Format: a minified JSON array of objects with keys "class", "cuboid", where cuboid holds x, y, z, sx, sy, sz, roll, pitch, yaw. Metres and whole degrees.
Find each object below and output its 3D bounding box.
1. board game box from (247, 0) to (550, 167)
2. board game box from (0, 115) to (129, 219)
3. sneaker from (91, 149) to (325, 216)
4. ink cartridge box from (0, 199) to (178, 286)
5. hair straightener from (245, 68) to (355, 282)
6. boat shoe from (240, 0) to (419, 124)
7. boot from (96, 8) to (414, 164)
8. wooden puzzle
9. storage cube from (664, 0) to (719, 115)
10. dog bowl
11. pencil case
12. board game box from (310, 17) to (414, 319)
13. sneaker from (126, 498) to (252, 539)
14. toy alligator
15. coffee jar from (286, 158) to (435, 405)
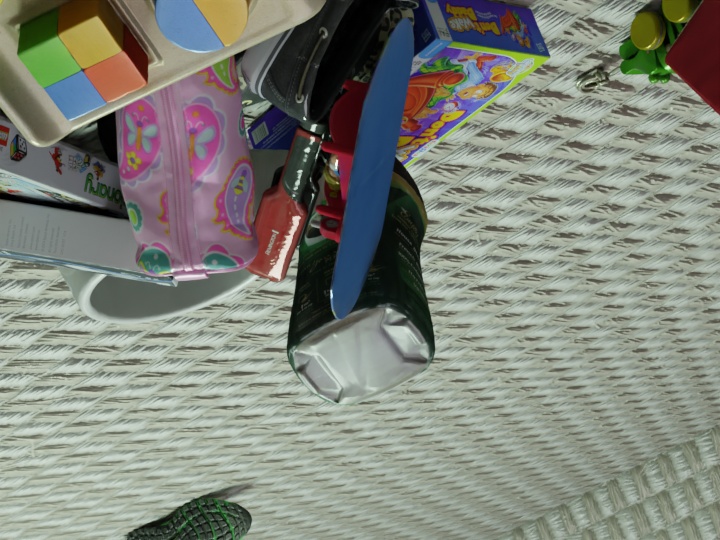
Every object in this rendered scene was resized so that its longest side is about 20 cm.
[{"class":"board game box","cuboid":[0.028,-0.134,1.299,0.134,0.045,0.200,0,152,-46]},{"class":"board game box","cuboid":[-0.235,-0.068,1.144,0.125,0.035,0.200,6,173,27]},{"class":"sneaker","cuboid":[-0.125,-0.067,1.250,0.198,0.076,0.089,-6,143,8]},{"class":"ink cartridge box","cuboid":[-0.223,-0.025,1.182,0.198,0.040,0.099,10,176,-1]},{"class":"hair straightener","cuboid":[-0.041,-0.082,1.168,0.041,0.077,0.201,21,138,6]},{"class":"boat shoe","cuboid":[0.008,-0.175,1.030,0.200,0.066,0.070,-51,161,6]},{"class":"boot","cuboid":[-0.072,-0.132,1.166,0.153,0.074,0.203,-4,156,-46]},{"class":"wooden puzzle","cuboid":[-0.139,-0.166,0.920,0.199,0.047,0.186,-26,129,11]},{"class":"storage cube","cuboid":[0.371,-0.167,1.275,0.199,0.180,0.172,1,129,-45]},{"class":"dog bowl","cuboid":[-0.155,-0.019,1.409,0.198,0.059,0.200,-19,161,-7]},{"class":"pencil case","cuboid":[-0.112,-0.096,1.052,0.087,0.087,0.202,-13,116,-18]},{"class":"board game box","cuboid":[-0.009,-0.069,1.124,0.039,0.202,0.158,13,-161,9]},{"class":"sneaker","cuboid":[-0.232,0.363,2.369,0.199,0.079,0.085,-20,170,27]},{"class":"toy alligator","cuboid":[0.248,-0.179,1.384,0.059,0.055,0.200,-4,155,-37]},{"class":"coffee jar","cuboid":[0.000,0.000,1.279,0.104,0.201,0.086,-25,125,19]}]
